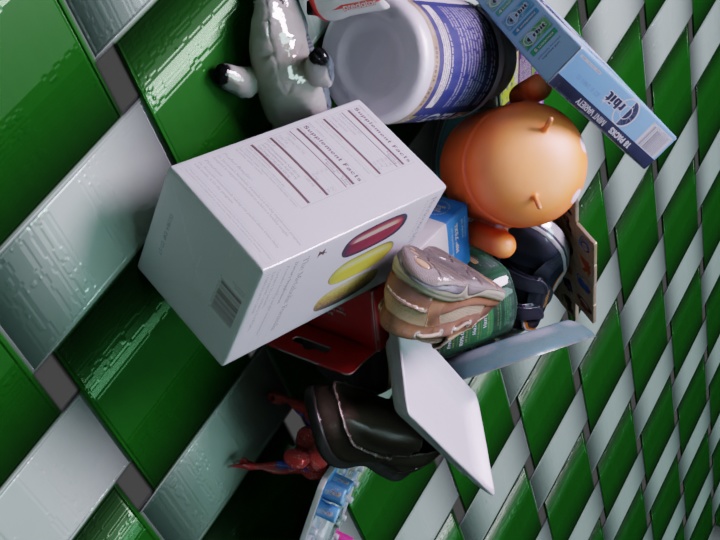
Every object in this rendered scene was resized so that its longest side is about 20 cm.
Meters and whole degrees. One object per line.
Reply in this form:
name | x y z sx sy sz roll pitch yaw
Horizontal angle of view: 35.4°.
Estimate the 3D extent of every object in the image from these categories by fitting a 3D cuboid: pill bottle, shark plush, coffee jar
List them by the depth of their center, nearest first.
shark plush | -0.040 -0.153 0.931 0.200 0.090 0.084 49 33 -50
pill bottle | 0.063 -0.192 1.027 0.200 0.111 0.112 -15 117 -54
coffee jar | 0.046 0.048 1.080 0.199 0.104 0.086 -23 125 -28

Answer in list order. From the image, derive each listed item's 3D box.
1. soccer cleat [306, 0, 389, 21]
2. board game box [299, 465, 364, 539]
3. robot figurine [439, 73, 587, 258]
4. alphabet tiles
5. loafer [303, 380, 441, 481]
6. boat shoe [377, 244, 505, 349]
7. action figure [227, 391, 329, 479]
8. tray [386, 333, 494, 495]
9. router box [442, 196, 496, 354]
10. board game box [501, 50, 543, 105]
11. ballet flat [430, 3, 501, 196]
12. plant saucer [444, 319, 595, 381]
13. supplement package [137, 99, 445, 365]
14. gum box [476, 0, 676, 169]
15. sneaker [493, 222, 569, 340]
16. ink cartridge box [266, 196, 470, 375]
soccer cleat | 0.013 -0.281 0.912 0.069 0.085 0.201 60 43 -50
board game box | -0.025 0.247 1.091 0.200 0.026 0.201 -45 154 -67
robot figurine | 0.142 -0.096 1.059 0.144 0.200 0.117 -40 99 -5
alphabet tiles | 0.203 -0.040 1.204 0.006 0.167 0.201 -26 142 -11
loafer | 0.017 0.134 0.995 0.200 0.071 0.073 31 38 -59
boat shoe | 0.064 0.025 0.951 0.072 0.076 0.200 -60 156 9
action figure | -0.056 0.144 1.060 0.200 0.098 0.066 -38 137 -76
tray | 0.068 0.122 1.004 0.200 0.022 0.108 48 29 -50
router box | 0.105 0.019 1.254 0.200 0.052 0.158 25 83 -59
board game box | 0.174 -0.173 1.295 0.120 0.032 0.201 -37 135 -39
ballet flat | 0.117 -0.176 1.173 0.064 0.067 0.201 -76 175 -72
plant saucer | 0.144 0.088 1.169 0.200 0.199 0.028 -6 76 -57
supplement package | -0.050 -0.035 0.867 0.199 0.110 0.114 -27 155 -41
gum box | 0.186 -0.201 1.043 0.045 0.200 0.170 -45 134 17
sneaker | 0.171 0.014 1.199 0.080 0.078 0.200 -57 162 -21
ink cartridge box | 0.000 0.000 1.015 0.200 0.116 0.068 -42 138 -41
